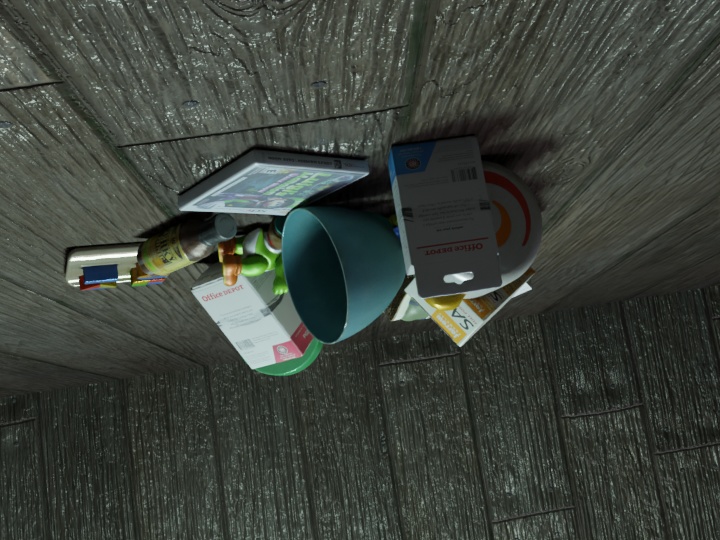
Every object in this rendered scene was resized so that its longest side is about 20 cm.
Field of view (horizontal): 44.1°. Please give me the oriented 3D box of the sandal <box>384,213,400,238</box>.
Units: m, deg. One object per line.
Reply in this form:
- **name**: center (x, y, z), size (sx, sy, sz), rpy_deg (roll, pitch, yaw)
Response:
- **sandal**: center (0.092, -0.062, 1.476), size (0.079, 0.087, 0.200), rpy_deg (0, 164, -35)

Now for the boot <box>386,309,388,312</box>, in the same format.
- **boot**: center (0.001, 0.037, 1.832), size (0.150, 0.073, 0.200), rpy_deg (32, 140, -32)

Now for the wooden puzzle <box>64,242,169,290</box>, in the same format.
- **wooden puzzle**: center (-0.399, 0.001, 1.500), size (0.184, 0.047, 0.200), rpy_deg (-5, 169, -20)

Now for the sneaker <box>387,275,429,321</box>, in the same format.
- **sneaker**: center (0.121, 0.027, 1.561), size (0.089, 0.067, 0.200), rpy_deg (5, 146, -20)

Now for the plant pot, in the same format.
- **plant pot**: center (-0.013, -0.006, 1.306), size (0.134, 0.201, 0.200), rpy_deg (-14, 173, -28)

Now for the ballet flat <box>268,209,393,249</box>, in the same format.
- **ballet flat**: center (-0.050, -0.056, 1.411), size (0.199, 0.068, 0.072), rpy_deg (-4, 154, -18)

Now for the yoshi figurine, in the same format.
- **yoshi figurine**: center (-0.134, -0.021, 1.480), size (0.199, 0.113, 0.112), rpy_deg (-9, -174, -11)

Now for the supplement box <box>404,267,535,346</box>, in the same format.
- **supplement box**: center (0.178, 0.016, 1.419), size (0.200, 0.126, 0.074), rpy_deg (-36, 167, -49)

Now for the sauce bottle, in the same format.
- **sauce bottle**: center (-0.262, -0.042, 1.341), size (0.065, 0.065, 0.200), rpy_deg (2, 163, -46)

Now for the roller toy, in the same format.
- **roller toy**: center (0.158, -0.053, 1.287), size (0.182, 0.201, 0.140), rpy_deg (-12, 171, -16)

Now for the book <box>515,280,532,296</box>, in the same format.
- **book**: center (0.195, -0.007, 1.585), size (0.133, 0.048, 0.200), rpy_deg (-30, 130, 26)

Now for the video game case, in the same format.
- **video game case**: center (-0.118, -0.113, 1.189), size (0.181, 0.023, 0.200), rpy_deg (-1, 167, -40)

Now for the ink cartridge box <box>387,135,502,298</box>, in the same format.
- **ink cartridge box**: center (0.108, -0.064, 1.154), size (0.115, 0.201, 0.067), rpy_deg (-8, 171, -6)

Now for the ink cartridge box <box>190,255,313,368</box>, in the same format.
- **ink cartridge box**: center (-0.192, 0.070, 1.625), size (0.145, 0.200, 0.085), rpy_deg (-17, -152, 39)

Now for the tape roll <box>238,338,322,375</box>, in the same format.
- **tape roll**: center (-0.179, 0.130, 1.959), size (0.200, 0.201, 0.048), rpy_deg (-11, 169, 11)
